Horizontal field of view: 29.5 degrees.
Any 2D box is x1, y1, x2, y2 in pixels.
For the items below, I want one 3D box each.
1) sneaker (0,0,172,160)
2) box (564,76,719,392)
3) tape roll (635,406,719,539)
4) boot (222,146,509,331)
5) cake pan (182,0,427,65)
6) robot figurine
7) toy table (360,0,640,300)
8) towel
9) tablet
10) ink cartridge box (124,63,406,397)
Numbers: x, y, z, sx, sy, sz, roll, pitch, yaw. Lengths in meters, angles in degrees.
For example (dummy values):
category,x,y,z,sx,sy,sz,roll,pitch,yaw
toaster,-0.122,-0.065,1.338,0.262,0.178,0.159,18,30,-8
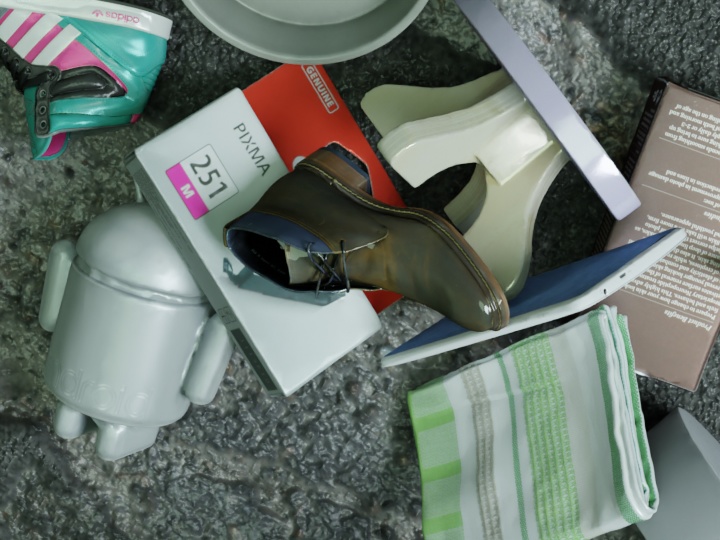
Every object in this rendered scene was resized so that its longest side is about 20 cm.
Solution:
category,x,y,z,sx,sy,sz,roll,pitch,yaw
sneaker,-0.244,-0.144,1.007,0.197,0.084,0.122,9,93,3
box,0.227,-0.027,0.982,0.099,0.075,0.202,20,101,2
tape roll,0.262,0.194,0.956,0.066,0.200,0.201,-40,95,11
boot,0.000,0.000,0.885,0.199,0.097,0.075,36,147,36
cake pan,-0.040,-0.236,0.935,0.198,0.037,0.202,2,131,3
robot figurine,-0.167,0.037,1.015,0.168,0.113,0.202,21,103,17
toy table,0.090,-0.087,0.942,0.117,0.184,0.201,-38,52,9
towel,0.112,0.124,0.965,0.199,0.031,0.151,-26,59,40
tablet,0.114,0.022,0.928,0.199,0.130,0.014,-22,95,49
ink cartridge box,-0.044,-0.040,0.978,0.173,0.043,0.201,-35,97,-22
